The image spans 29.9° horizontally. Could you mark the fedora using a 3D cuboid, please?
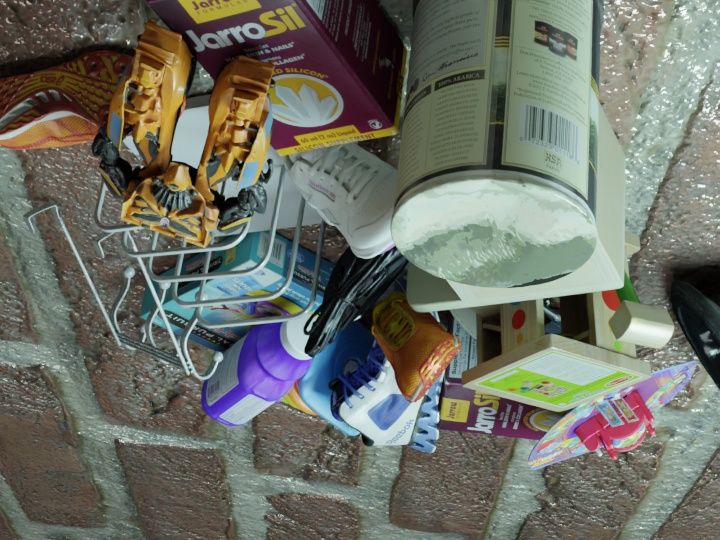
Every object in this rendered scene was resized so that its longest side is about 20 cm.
[{"bbox_3d":[0.386,0.068,1.318,0.091,0.201,0.201,-32,144,2],"label":"fedora"}]

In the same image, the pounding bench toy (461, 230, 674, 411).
[{"bbox_3d":[0.198,0.017,1.224,0.123,0.158,0.199,16,152,-30],"label":"pounding bench toy"}]

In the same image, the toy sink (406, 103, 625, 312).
[{"bbox_3d":[0.116,-0.056,1.147,0.198,0.132,0.112,-7,148,25],"label":"toy sink"}]

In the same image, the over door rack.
[{"bbox_3d":[-0.227,0.012,1.346,0.147,0.067,0.201,15,144,46],"label":"over door rack"}]

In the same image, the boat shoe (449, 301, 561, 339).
[{"bbox_3d":[0.170,0.053,1.369,0.199,0.062,0.075,35,144,5],"label":"boat shoe"}]

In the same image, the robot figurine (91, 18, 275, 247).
[{"bbox_3d":[-0.133,-0.091,1.013,0.144,0.059,0.201,18,141,-4],"label":"robot figurine"}]

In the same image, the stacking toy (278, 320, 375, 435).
[{"bbox_3d":[-0.073,0.115,1.547,0.199,0.117,0.110,-4,144,48],"label":"stacking toy"}]

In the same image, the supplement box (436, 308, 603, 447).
[{"bbox_3d":[0.186,0.112,1.460,0.198,0.104,0.131,6,152,3],"label":"supplement box"}]

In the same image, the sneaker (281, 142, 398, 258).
[{"bbox_3d":[-0.015,-0.071,1.133,0.100,0.075,0.200,45,171,-28],"label":"sneaker"}]

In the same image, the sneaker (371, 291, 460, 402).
[{"bbox_3d":[0.041,0.067,1.240,0.077,0.073,0.200,40,-179,-8],"label":"sneaker"}]

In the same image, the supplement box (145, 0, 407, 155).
[{"bbox_3d":[-0.056,-0.181,1.004,0.109,0.086,0.200,-8,148,26],"label":"supplement box"}]

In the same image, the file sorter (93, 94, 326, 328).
[{"bbox_3d":[-0.130,-0.046,1.222,0.137,0.126,0.200,-6,149,22],"label":"file sorter"}]

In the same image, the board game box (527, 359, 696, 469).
[{"bbox_3d":[0.262,0.162,1.363,0.198,0.039,0.158,-10,147,-37],"label":"board game box"}]

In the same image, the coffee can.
[{"bbox_3d":[0.101,-0.110,0.978,0.145,0.202,0.147,6,152,3],"label":"coffee can"}]

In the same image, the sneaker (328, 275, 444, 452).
[{"bbox_3d":[0.024,0.112,1.410,0.114,0.081,0.201,-6,120,-12],"label":"sneaker"}]

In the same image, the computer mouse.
[{"bbox_3d":[0.000,0.000,1.273,0.053,0.200,0.139,39,105,5],"label":"computer mouse"}]

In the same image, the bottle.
[{"bbox_3d":[-0.101,0.099,1.421,0.065,0.084,0.200,27,145,-19],"label":"bottle"}]

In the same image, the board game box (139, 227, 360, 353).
[{"bbox_3d":[-0.117,0.031,1.437,0.150,0.047,0.199,28,145,-33],"label":"board game box"}]

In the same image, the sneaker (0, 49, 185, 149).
[{"bbox_3d":[-0.235,-0.142,1.152,0.198,0.074,0.077,0,173,21],"label":"sneaker"}]
